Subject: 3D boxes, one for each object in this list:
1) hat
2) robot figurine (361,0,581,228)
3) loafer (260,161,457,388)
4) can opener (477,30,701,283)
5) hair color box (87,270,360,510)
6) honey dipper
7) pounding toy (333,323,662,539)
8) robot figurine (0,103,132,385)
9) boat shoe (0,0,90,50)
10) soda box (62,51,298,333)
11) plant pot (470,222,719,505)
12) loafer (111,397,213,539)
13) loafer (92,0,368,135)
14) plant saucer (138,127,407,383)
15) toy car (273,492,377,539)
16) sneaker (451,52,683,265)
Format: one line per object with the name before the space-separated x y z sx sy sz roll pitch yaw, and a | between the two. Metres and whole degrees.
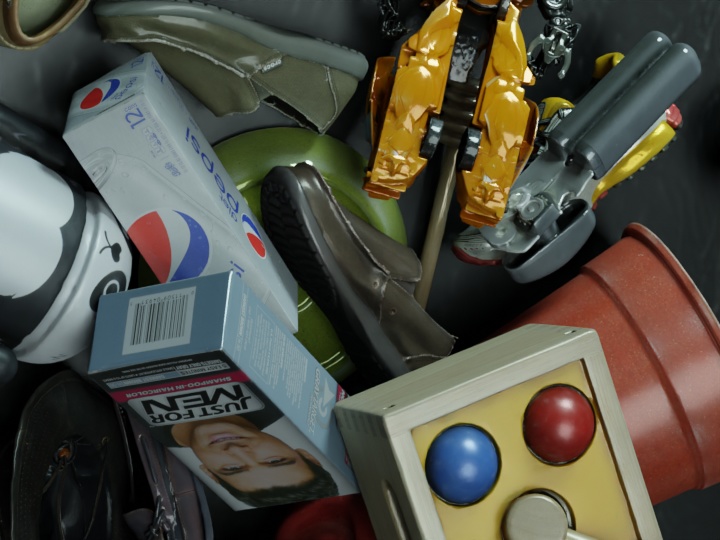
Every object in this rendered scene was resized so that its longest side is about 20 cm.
hat | -0.214 0.167 1.582 0.080 0.201 0.202 -6 112 21
robot figurine | 0.069 -0.138 1.615 0.144 0.058 0.202 16 75 -7
loafer | 0.000 0.000 1.612 0.071 0.073 0.201 -41 119 -18
can opener | 0.163 -0.077 1.645 0.200 0.053 0.067 -45 133 -13
hair color box | -0.082 0.082 1.526 0.200 0.098 0.061 49 38 -49
honey dipper | 0.055 -0.038 1.683 0.038 0.038 0.202 9 102 -25
pounding toy | 0.115 0.151 1.518 0.183 0.142 0.202 -21 98 -18
robot figurine | -0.241 -0.021 1.505 0.199 0.125 0.151 28 97 -27
boat shoe | -0.174 -0.227 1.509 0.075 0.074 0.201 27 92 -27
soda box | -0.115 -0.037 1.542 0.063 0.068 0.201 -26 116 12
plant pot | 0.157 0.100 1.686 0.194 0.201 0.202 -28 113 -6
loafer | -0.142 0.147 1.596 0.063 0.072 0.202 -3 87 -30
loafer | -0.087 -0.136 1.571 0.199 0.075 0.070 14 94 -26
plant saucer | -0.055 0.003 1.640 0.198 0.031 0.202 -5 106 -19
toy car | -0.019 0.223 1.609 0.200 0.176 0.186 -35 117 -41
sneaker | 0.136 -0.078 1.693 0.200 0.078 0.082 -43 109 -16
